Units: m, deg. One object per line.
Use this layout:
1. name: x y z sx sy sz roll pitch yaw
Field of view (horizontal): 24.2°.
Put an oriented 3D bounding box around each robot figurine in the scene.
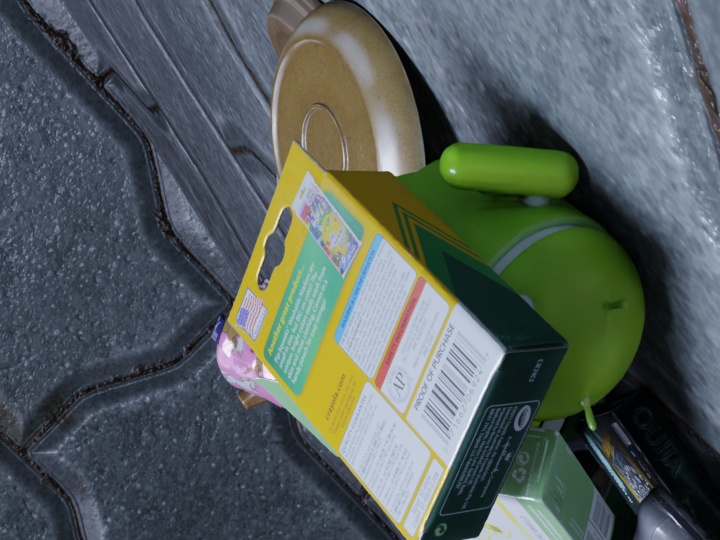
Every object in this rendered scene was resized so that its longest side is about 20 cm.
1. robot figurine: 0.082 0.008 0.959 0.200 0.115 0.177 40 131 47

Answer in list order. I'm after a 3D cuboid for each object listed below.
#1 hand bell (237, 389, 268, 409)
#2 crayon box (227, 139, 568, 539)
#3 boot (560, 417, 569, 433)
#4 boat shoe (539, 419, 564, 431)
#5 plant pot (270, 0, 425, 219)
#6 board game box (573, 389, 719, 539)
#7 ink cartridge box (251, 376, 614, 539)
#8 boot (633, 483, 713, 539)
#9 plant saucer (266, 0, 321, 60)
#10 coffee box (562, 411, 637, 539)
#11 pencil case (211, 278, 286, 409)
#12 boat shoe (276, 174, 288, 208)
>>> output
1. hand bell: -0.024 0.062 1.500 0.105 0.199 0.104 53 171 12
2. crayon box: 0.014 0.034 0.907 0.200 0.051 0.127 46 125 39
3. boot: 0.150 0.184 1.157 0.200 0.066 0.165 43 127 -3
4. boat shoe: 0.091 0.058 1.099 0.062 0.075 0.201 37 -157 -13
5. plant pot: -0.017 -0.086 1.176 0.200 0.027 0.203 31 127 54
6. board game box: 0.220 0.172 1.115 0.201 0.028 0.135 55 172 4
7. ink cartridge box: 0.041 0.124 1.005 0.198 0.048 0.146 7 157 26
8. boot: 0.168 0.223 1.056 0.070 0.131 0.201 50 169 36
9. plant saucer: -0.015 -0.132 1.305 0.201 0.029 0.200 54 172 11
10. coffee box: 0.134 0.159 1.243 0.201 0.122 0.044 55 171 -3
11. pencil case: -0.012 0.068 1.210 0.198 0.083 0.087 17 157 36
12. boat shoe: 0.011 -0.031 1.443 0.202 0.060 0.072 49 131 20
